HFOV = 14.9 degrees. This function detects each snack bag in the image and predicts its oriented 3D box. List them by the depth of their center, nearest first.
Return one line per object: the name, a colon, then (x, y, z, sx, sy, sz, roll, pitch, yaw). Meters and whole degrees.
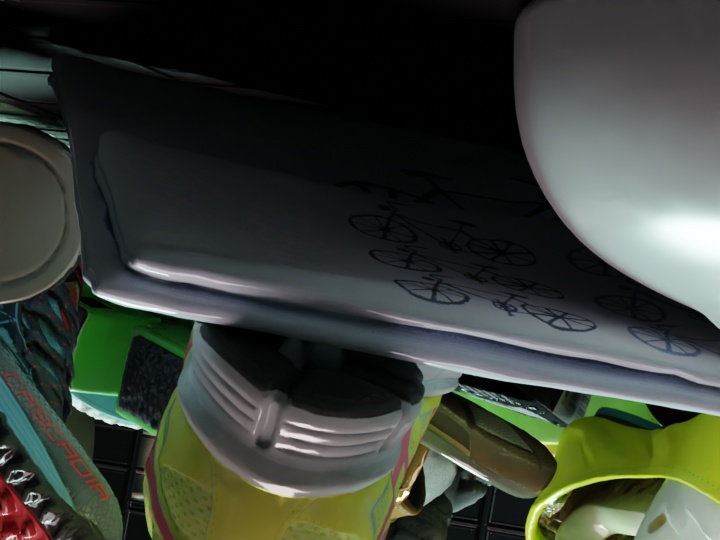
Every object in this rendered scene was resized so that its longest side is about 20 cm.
snack bag: (0.014, -0.015, 0.743, 0.188, 0.021, 0.200, 10, -163, -13)

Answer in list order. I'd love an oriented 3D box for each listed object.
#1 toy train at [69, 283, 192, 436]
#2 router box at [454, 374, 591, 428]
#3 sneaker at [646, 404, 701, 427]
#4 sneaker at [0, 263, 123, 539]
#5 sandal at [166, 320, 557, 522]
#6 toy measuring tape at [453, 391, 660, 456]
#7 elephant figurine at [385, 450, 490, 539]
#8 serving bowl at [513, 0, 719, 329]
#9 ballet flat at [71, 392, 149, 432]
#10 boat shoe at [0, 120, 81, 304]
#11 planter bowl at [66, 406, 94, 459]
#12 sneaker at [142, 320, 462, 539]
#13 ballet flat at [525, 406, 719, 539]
toy train: (-0.084, 0.023, 0.915, 0.056, 0.042, 0.200, 7, -170, -36)
router box: (0.000, 0.000, 0.923, 0.149, 0.051, 0.200, 19, 175, 13)
sneaker: (0.119, 0.009, 0.909, 0.082, 0.077, 0.200, 31, 166, -4)
sneaker: (-0.116, 0.012, 0.842, 0.095, 0.079, 0.200, -19, -128, -31)
sandal: (-0.010, 0.054, 0.911, 0.080, 0.054, 0.200, 25, 172, -39)
toy measuring tape: (0.041, 0.047, 1.045, 0.200, 0.074, 0.074, 0, 173, 6)
elephant figurine: (0.022, 0.043, 1.143, 0.142, 0.155, 0.200, 53, 159, 2)
serving bowl: (0.129, -0.012, 0.637, 0.200, 0.066, 0.200, 10, 173, 1)
ballet flat: (-0.139, -0.001, 1.112, 0.072, 0.072, 0.200, 5, 157, 39)
boat shoe: (-0.174, -0.024, 0.784, 0.200, 0.073, 0.063, 6, -175, 0)
planter bowl: (-0.218, 0.040, 1.328, 0.200, 0.135, 0.200, 9, 174, 1)
sneaker: (-0.023, 0.051, 0.737, 0.078, 0.090, 0.200, 19, -172, 6)
ballet flat: (0.106, 0.082, 0.889, 0.067, 0.067, 0.200, 44, 165, -12)
